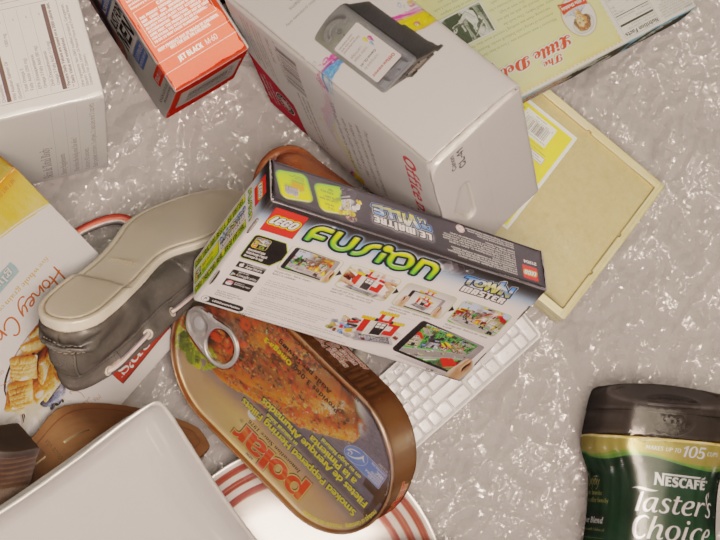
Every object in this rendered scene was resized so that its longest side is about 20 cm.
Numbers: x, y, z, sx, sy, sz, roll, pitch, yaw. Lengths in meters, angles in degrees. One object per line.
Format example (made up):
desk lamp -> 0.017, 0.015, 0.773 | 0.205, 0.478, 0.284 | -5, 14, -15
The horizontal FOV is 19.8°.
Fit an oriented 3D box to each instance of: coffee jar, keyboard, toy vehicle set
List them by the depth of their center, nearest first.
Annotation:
coffee jar -> 0.202, 0.179, 1.440 | 0.104, 0.085, 0.200 | 5, 84, -8
keyboard -> 0.038, 0.090, 1.460 | 0.200, 0.011, 0.056 | -41, 92, -10
toy vehicle set -> 0.103, -0.074, 1.476 | 0.200, 0.027, 0.124 | 40, 81, -4

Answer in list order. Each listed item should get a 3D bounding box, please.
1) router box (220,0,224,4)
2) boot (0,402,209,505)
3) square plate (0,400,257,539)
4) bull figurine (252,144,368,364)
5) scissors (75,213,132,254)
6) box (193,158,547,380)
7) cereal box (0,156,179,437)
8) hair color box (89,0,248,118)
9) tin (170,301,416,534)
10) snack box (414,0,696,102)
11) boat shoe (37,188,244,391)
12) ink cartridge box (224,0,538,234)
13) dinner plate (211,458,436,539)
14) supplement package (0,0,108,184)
router box -> -0.109, -0.269, 1.370 | 0.062, 0.200, 0.150 | -37, 91, -9
boot -> -0.209, 0.165, 1.370 | 0.200, 0.070, 0.146 | 4, 124, -38
square plate -> -0.174, 0.194, 1.340 | 0.200, 0.028, 0.198 | -34, 131, -6
bull figurine -> 0.000, 0.000, 1.434 | 0.200, 0.065, 0.121 | 35, 84, -3
scissors -> -0.120, -0.032, 1.444 | 0.200, 0.014, 0.073 | -31, 91, -10
box -> 0.006, 0.004, 1.322 | 0.200, 0.110, 0.035 | 18, 45, -24
cereal box -> -0.224, 0.037, 1.353 | 0.144, 0.040, 0.200 | -49, 133, -9
hair color box -> -0.159, -0.209, 1.405 | 0.064, 0.111, 0.200 | -31, 90, -10
tin -> -0.046, 0.088, 1.377 | 0.200, 0.042, 0.112 | 44, 121, 19
snack box -> 0.127, -0.191, 1.465 | 0.200, 0.037, 0.116 | -28, 86, -21
boat shoe -> -0.138, 0.009, 1.348 | 0.067, 0.200, 0.057 | 16, 125, 29
ink cartridge box -> 0.016, -0.117, 1.368 | 0.086, 0.148, 0.200 | -44, 65, -12
dinner plate -> -0.042, 0.220, 1.426 | 0.200, 0.024, 0.200 | 0, 88, -7
supplement package -> -0.280, -0.133, 1.348 | 0.200, 0.152, 0.151 | -14, 77, -9
